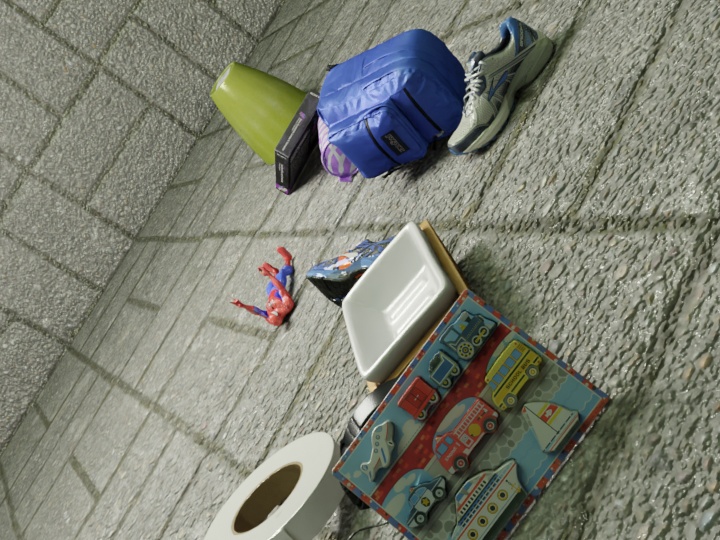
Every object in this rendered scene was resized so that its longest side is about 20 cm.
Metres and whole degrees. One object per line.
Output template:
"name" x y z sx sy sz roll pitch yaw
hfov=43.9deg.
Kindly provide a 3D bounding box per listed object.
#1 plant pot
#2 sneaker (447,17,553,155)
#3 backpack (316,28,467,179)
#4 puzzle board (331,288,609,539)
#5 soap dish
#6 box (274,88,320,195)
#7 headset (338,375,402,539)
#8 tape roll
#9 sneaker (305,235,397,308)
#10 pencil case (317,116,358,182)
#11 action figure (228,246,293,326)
"plant pot" -0.234 -0.372 2.019 0.187 0.199 0.188 -44 25 27
"sneaker" 0.167 -0.249 1.195 0.201 0.085 0.077 -57 22 -1
"backpack" 0.059 -0.238 1.313 0.199 0.162 0.169 -23 46 32
"puzzle board" 0.090 0.140 0.755 0.201 0.150 0.017 -54 -12 4
"soap dish" 0.059 0.048 1.011 0.158 0.081 0.200 -50 23 14
"box" -0.119 -0.245 1.725 0.144 0.036 0.200 -62 -2 -16
"headset" 0.038 0.196 0.816 0.201 0.123 0.094 -70 25 14
"tape roll" -0.095 0.267 1.008 0.202 0.037 0.203 -38 14 11
"sneaker" 0.000 0.000 1.227 0.199 0.075 0.079 -8 42 51
"pencil case" -0.036 -0.240 1.601 0.201 0.083 0.086 -93 8 -59
"action figure" -0.159 0.020 1.475 0.065 0.099 0.201 -48 26 20
